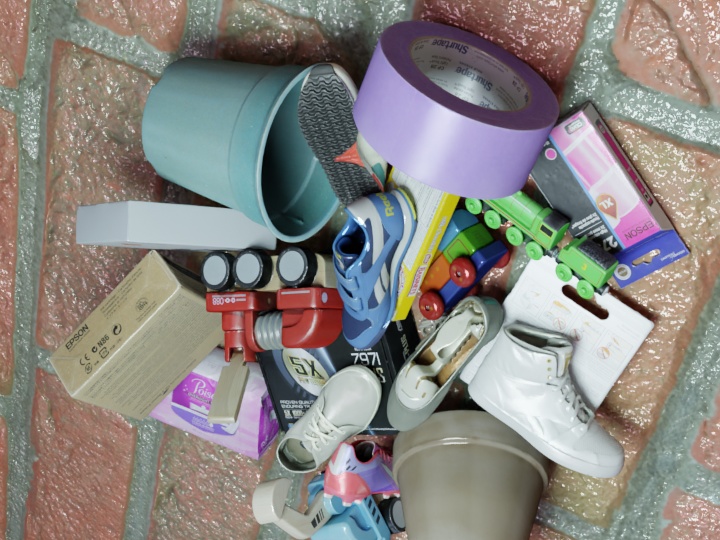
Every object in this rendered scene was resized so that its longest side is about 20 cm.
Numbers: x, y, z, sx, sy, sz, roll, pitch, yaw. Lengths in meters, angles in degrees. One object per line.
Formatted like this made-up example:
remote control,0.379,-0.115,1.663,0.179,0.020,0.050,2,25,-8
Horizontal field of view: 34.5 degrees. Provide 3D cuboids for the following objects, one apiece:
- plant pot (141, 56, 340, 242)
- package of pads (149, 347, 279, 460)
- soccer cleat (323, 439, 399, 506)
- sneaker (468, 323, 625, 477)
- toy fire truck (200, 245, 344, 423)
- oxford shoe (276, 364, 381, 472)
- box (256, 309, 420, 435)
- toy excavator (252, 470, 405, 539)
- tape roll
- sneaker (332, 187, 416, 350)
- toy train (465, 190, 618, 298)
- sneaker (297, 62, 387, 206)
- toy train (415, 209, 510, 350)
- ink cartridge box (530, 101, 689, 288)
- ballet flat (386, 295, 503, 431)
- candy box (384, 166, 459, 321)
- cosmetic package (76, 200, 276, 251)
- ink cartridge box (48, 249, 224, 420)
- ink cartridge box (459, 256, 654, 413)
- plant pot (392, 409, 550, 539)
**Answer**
plant pot,-0.134,-0.154,1.337,0.194,0.200,0.203,17,123,28
package of pads,-0.207,0.169,1.610,0.197,0.076,0.122,19,124,19
soccer cleat,0.019,0.246,1.469,0.066,0.199,0.078,19,98,28
sneaker,0.227,0.142,1.311,0.198,0.074,0.117,31,122,12
toy fire truck,-0.111,0.077,1.381,0.174,0.128,0.204,-3,86,30
oxford shoe,-0.040,0.190,1.436,0.075,0.058,0.200,44,126,2
box,-0.024,0.118,1.477,0.197,0.086,0.166,-3,113,30
toy excavator,-0.042,0.319,1.523,0.099,0.200,0.196,-18,107,33
tape roll,0.097,-0.167,1.188,0.198,0.200,0.086,32,125,9
sneaker,0.000,0.000,1.314,0.074,0.081,0.203,42,130,45
toy train,0.196,-0.045,1.273,0.199,0.042,0.057,40,140,20
sneaker,-0.015,-0.165,1.289,0.069,0.094,0.201,-4,138,19
toy train,0.079,0.000,1.373,0.116,0.084,0.200,53,136,14
ink cartridge box,0.262,-0.074,1.255,0.094,0.037,0.201,-31,100,37
ballet flat,0.086,0.105,1.349,0.201,0.063,0.067,-50,63,15
candy box,0.052,-0.049,1.322,0.103,0.026,0.202,56,140,35
cosmetic package,-0.222,-0.051,1.401,0.150,0.198,0.053,-3,85,54
ink cartridge box,-0.274,0.087,1.496,0.200,0.165,0.075,-45,62,4
ink cartridge box,0.228,0.088,1.360,0.161,0.050,0.202,33,116,9
plant pot,0.129,0.295,1.391,0.196,0.175,0.201,5,143,4
